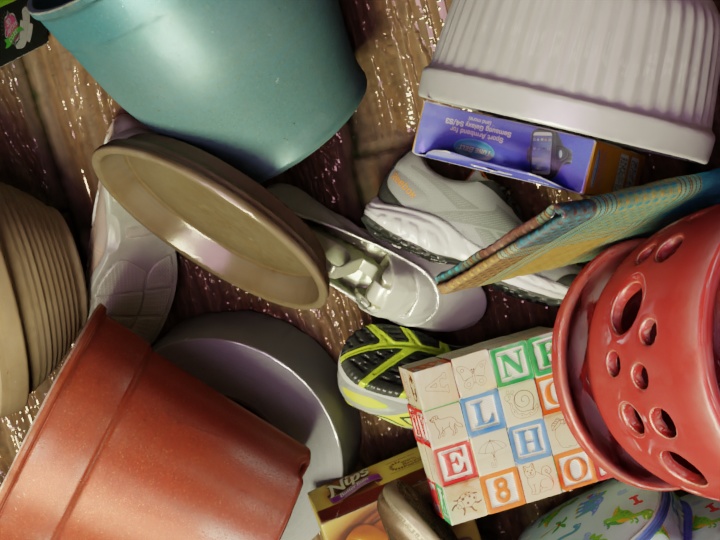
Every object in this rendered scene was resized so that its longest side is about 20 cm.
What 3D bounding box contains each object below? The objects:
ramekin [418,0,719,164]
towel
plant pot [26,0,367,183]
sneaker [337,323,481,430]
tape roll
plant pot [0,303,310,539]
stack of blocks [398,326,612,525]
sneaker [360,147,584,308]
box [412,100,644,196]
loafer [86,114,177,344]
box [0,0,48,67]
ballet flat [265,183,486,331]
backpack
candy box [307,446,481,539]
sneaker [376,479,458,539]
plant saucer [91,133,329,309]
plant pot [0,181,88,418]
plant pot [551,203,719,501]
[{"bbox_3d":[0.147,-0.144,1.071,0.199,0.200,0.106,15,96,9],"label":"ramekin"},{"bbox_3d":[0.163,-0.032,1.091,0.147,0.199,0.022,-34,73,51],"label":"towel"},{"bbox_3d":[-0.098,-0.170,1.137,0.199,0.200,0.188,-26,118,22],"label":"plant pot"},{"bbox_3d":[0.078,0.096,1.256,0.199,0.076,0.077,19,151,-1],"label":"sneaker"},{"bbox_3d":[-0.102,0.136,1.312,0.199,0.066,0.201,5,111,13],"label":"tape roll"},{"bbox_3d":[-0.154,0.158,1.204,0.195,0.201,0.201,27,115,-5],"label":"plant pot"},{"bbox_3d":[0.140,0.101,1.185,0.199,0.059,0.116,-15,93,-9],"label":"stack of blocks"},{"bbox_3d":[0.104,-0.027,1.194,0.199,0.074,0.080,25,86,-3],"label":"sneaker"},{"bbox_3d":[0.116,-0.079,1.090,0.118,0.200,0.042,15,94,19],"label":"box"},{"bbox_3d":[-0.184,-0.027,1.284,0.071,0.063,0.201,-1,117,-20],"label":"loafer"},{"bbox_3d":[-0.336,-0.208,1.170,0.124,0.200,0.149,-4,110,18],"label":"box"},{"bbox_3d":[0.000,0.000,1.233,0.199,0.069,0.070,28,115,3],"label":"ballet flat"},{"bbox_3d":[0.214,0.238,1.203,0.199,0.183,0.147,-28,101,16],"label":"backpack"},{"bbox_3d":[0.045,0.248,1.283,0.116,0.056,0.201,-22,116,-7],"label":"candy box"},{"bbox_3d":[0.058,0.248,1.219,0.075,0.070,0.200,-35,114,5],"label":"sneaker"},{"bbox_3d":[-0.104,-0.038,1.168,0.199,0.200,0.030,30,72,2],"label":"plant saucer"},{"bbox_3d":[-0.275,0.010,1.273,0.092,0.201,0.202,-14,111,-23],"label":"plant pot"},{"bbox_3d":[0.244,0.057,1.073,0.201,0.200,0.182,57,153,-10],"label":"plant pot"}]
